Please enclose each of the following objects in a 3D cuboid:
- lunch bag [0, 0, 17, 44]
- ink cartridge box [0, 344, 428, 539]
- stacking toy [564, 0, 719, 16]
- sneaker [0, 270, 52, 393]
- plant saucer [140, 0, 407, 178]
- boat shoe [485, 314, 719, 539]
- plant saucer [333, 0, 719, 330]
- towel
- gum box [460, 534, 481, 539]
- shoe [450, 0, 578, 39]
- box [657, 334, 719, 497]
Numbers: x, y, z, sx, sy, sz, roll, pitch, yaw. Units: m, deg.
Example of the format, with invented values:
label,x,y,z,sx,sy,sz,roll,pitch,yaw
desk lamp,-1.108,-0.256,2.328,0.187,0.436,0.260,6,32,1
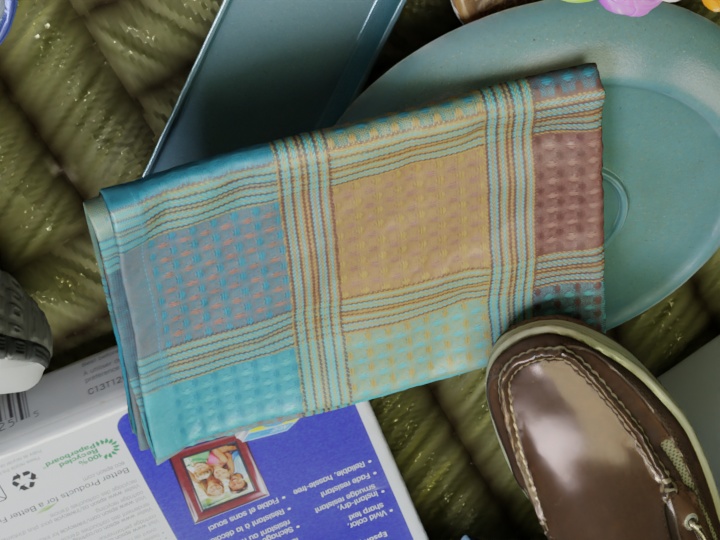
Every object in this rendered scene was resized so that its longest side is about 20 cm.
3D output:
label,x,y,z,sx,sy,sz,roll,pitch,yaw
lunch bag,-0.212,-0.118,0.801,0.200,0.076,0.161,-20,123,-25
ink cartridge box,-0.078,0.114,1.013,0.197,0.047,0.200,-23,132,-1
stacking toy,0.087,-0.128,0.809,0.116,0.200,0.110,-52,159,-9
sneaker,-0.222,0.027,0.920,0.199,0.075,0.087,7,125,-8
plant saucer,-0.035,-0.077,0.930,0.070,0.019,0.200,18,113,-23
boat shoe,0.114,0.111,0.937,0.075,0.075,0.203,-28,110,18
plant saucer,0.075,-0.027,0.946,0.199,0.027,0.200,-10,140,-9
towel,0.000,0.000,0.901,0.199,0.022,0.147,-14,136,-7
gum box,0.142,0.205,1.030,0.200,0.170,0.045,20,113,-34
shoe,0.116,-0.160,0.903,0.200,0.053,0.070,-32,112,2
box,0.234,0.067,1.013,0.200,0.098,0.124,-37,122,22
